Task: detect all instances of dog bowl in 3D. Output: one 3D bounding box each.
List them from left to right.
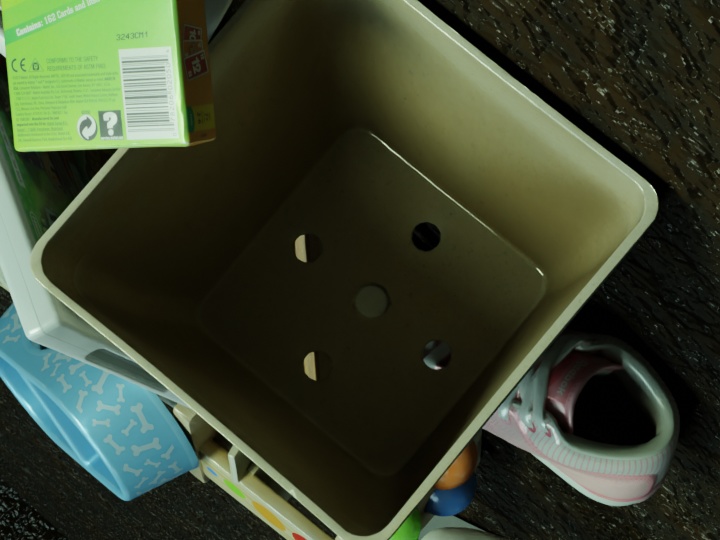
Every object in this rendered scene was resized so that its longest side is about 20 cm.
[{"bbox_3d":[-0.173,0.078,1.655,0.200,0.050,0.112,31,156,57],"label":"dog bowl"}]

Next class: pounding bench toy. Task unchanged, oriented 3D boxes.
[{"bbox_3d":[-0.012,0.092,1.589,0.156,0.124,0.200,38,163,15],"label":"pounding bench toy"}]

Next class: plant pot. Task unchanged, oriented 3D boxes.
[{"bbox_3d":[0.000,0.000,1.228,0.200,0.200,0.177,39,175,11],"label":"plant pot"}]

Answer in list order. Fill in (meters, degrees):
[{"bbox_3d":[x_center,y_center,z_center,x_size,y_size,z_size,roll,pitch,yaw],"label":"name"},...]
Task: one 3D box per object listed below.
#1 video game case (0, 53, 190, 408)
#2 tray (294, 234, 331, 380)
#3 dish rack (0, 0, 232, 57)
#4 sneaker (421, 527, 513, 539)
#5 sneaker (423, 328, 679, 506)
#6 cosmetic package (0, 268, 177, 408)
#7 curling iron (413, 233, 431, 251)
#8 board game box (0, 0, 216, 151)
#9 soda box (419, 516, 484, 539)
[{"bbox_3d":[-0.141,-0.038,1.295,0.182,0.022,0.200,32,-148,-64],"label":"video game case"},{"bbox_3d":[-0.064,-0.003,1.444,0.098,0.037,0.200,15,132,22],"label":"tray"},{"bbox_3d":[-0.130,-0.175,1.197,0.200,0.044,0.172,40,125,9],"label":"dish rack"},{"bbox_3d":[0.128,0.192,1.572,0.200,0.072,0.073,21,132,-3],"label":"sneaker"},{"bbox_3d":[0.074,0.045,1.341,0.200,0.075,0.105,30,166,4],"label":"sneaker"},{"bbox_3d":[-0.152,-0.001,1.723,0.200,0.104,0.073,34,163,32],"label":"cosmetic package"},{"bbox_3d":[0.058,0.025,1.418,0.200,0.026,0.050,50,-160,-9],"label":"curling iron"},{"bbox_3d":[-0.114,-0.152,1.135,0.095,0.030,0.200,0,101,33],"label":"board game box"},{"bbox_3d":[0.085,0.222,1.803,0.200,0.068,0.063,20,152,53],"label":"soda box"}]
